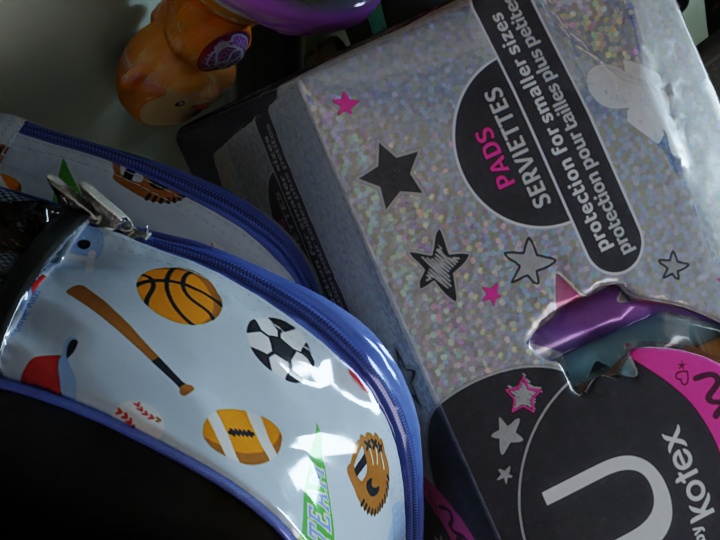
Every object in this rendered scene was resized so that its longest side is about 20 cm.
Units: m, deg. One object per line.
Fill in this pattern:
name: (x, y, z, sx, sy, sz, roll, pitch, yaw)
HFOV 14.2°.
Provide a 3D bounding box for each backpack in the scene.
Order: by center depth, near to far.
backpack: (-0.079, 0.062, 0.746, 0.154, 0.190, 0.201, -55, 161, -41)

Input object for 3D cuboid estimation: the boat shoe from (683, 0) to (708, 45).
boat shoe: (0.111, -0.042, 1.113, 0.202, 0.072, 0.060, -60, -172, -18)

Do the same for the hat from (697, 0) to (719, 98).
hat: (0.159, -0.095, 0.924, 0.199, 0.081, 0.201, -14, 165, -4)

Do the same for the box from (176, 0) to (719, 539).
box: (0.049, 0.024, 0.805, 0.114, 0.201, 0.132, -26, -176, -18)

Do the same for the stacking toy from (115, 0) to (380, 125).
stacking toy: (-0.017, -0.108, 0.782, 0.116, 0.110, 0.200, -17, 151, -47)

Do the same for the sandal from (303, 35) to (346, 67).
sandal: (0.000, 0.000, 0.969, 0.054, 0.081, 0.200, -26, 153, -10)

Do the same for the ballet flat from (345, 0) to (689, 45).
ballet flat: (0.058, -0.084, 0.954, 0.199, 0.068, 0.069, -11, 90, -50)
